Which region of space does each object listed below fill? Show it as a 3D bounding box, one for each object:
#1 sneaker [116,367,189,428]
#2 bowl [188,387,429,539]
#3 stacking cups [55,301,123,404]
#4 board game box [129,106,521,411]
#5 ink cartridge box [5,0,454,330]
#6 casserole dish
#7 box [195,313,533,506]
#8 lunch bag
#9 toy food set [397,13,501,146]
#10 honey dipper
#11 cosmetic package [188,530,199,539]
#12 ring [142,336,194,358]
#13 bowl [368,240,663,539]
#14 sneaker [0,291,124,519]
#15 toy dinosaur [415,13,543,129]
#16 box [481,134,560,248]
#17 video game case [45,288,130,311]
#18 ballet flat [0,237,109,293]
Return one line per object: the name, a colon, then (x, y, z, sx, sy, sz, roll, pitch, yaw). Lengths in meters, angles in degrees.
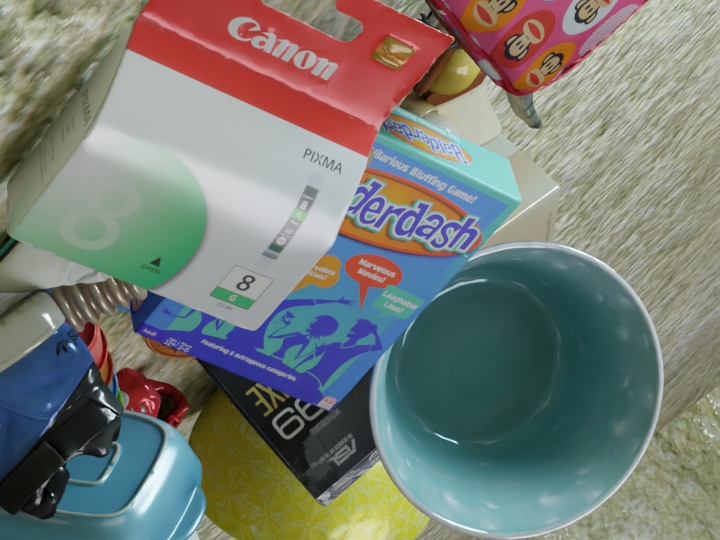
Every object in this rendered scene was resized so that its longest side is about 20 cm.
sneaker: (-0.154, 0.120, 1.791, 0.085, 0.077, 0.200, -44, 167, -9)
bowl: (-0.031, 0.117, 1.925, 0.200, 0.200, 0.108, -28, 140, -42)
stacking cups: (-0.184, 0.068, 1.588, 0.061, 0.061, 0.200, -38, 164, -13)
board game box: (-0.023, -0.015, 1.533, 0.152, 0.045, 0.200, 23, 122, -30)
ink cartridge box: (-0.066, -0.068, 1.320, 0.161, 0.050, 0.200, 23, 126, -31)
casserole dish: (-0.189, 0.120, 1.506, 0.121, 0.200, 0.039, -63, 155, -45)
box: (-0.003, 0.042, 1.779, 0.200, 0.158, 0.050, -39, 166, -3)
lunch bag: (0.109, -0.198, 1.402, 0.176, 0.082, 0.200, -41, 155, 4)
toy food set: (0.091, -0.138, 1.673, 0.143, 0.060, 0.200, -27, 161, -44)
honey dipper: (-0.082, -0.024, 1.451, 0.200, 0.038, 0.038, -26, 166, 2)
cosmetic package: (-0.231, 0.211, 1.597, 0.199, 0.123, 0.200, -9, -167, 47)
ring: (-0.053, -0.002, 1.660, 0.200, 0.019, 0.200, -31, 158, -14)
bowl: (0.091, 0.069, 1.690, 0.201, 0.201, 0.105, -40, -163, -3)
sneaker: (-0.226, 0.110, 1.428, 0.200, 0.111, 0.077, -35, -172, 6)
toy dinosaur: (0.082, -0.161, 1.537, 0.088, 0.047, 0.200, -1, 131, -8)
box: (0.049, -0.009, 1.895, 0.200, 0.078, 0.095, -36, 153, -23)
video game case: (-0.096, -0.053, 1.527, 0.200, 0.018, 0.143, -43, 166, 7)
ballet flat: (-0.117, -0.040, 1.409, 0.200, 0.069, 0.069, -41, 166, 2)
